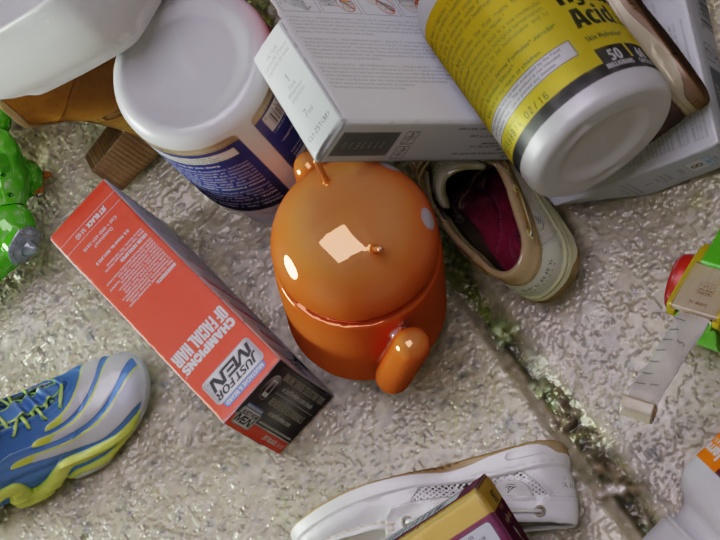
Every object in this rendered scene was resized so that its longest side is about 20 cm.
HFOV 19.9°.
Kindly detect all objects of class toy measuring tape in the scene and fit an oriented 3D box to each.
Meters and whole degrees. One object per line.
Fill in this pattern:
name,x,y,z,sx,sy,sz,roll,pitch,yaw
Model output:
toy measuring tape,0.220,0.043,1.343,0.073,0.074,0.200,19,51,23

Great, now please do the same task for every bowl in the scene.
bowl,-0.189,-0.203,1.401,0.199,0.075,0.201,-21,37,45

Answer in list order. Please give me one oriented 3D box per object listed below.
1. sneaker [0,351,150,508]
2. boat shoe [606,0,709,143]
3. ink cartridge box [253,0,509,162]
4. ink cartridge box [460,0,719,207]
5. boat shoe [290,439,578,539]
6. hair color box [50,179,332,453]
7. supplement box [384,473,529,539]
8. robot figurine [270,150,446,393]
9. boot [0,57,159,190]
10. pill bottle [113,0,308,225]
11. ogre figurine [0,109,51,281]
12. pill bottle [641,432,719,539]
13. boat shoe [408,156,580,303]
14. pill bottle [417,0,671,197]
sneaker,-0.245,0.122,1.478,0.200,0.105,0.076,-38,66,5
boat shoe,0.157,-0.169,1.405,0.072,0.072,0.201,-41,65,16
ink cartridge box,0.012,-0.151,1.385,0.044,0.199,0.174,-53,56,35
ink cartridge box,0.160,-0.123,1.461,0.199,0.047,0.161,-21,67,29
boat shoe,0.050,0.173,1.380,0.199,0.071,0.070,-18,68,11
hair color box,-0.120,0.033,1.460,0.064,0.111,0.200,-47,65,1
supplement box,0.079,0.249,1.297,0.130,0.103,0.201,-32,86,6
robot figurine,0.001,0.001,1.377,0.116,0.200,0.145,8,66,9
boot,-0.199,-0.163,1.514,0.144,0.201,0.071,-51,33,6
pill bottle,-0.085,-0.108,1.443,0.115,0.200,0.117,-6,70,16
ogre figurine,-0.304,-0.058,1.561,0.119,0.098,0.201,-21,56,24
pill bottle,0.277,0.132,1.292,0.200,0.113,0.113,-44,65,1
boat shoe,0.078,-0.063,1.433,0.074,0.066,0.200,-50,56,17
pill bottle,0.105,-0.156,1.340,0.111,0.111,0.201,-36,66,5
